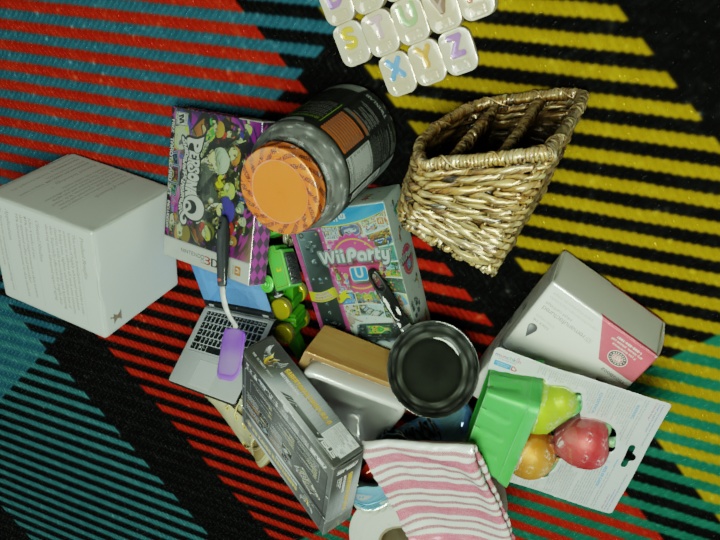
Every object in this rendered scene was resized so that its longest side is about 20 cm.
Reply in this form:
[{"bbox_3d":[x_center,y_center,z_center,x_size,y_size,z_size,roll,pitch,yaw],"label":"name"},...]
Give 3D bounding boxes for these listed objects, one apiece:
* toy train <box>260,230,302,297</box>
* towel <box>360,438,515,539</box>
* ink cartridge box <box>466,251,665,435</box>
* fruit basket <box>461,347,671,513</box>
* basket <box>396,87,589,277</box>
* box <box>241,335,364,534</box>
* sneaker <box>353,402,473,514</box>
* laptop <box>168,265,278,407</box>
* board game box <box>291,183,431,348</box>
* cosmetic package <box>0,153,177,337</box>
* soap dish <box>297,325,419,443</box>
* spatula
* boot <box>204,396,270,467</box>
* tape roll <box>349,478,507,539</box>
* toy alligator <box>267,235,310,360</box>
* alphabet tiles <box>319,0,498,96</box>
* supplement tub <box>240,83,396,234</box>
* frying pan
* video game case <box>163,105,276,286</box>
[{"bbox_3d":[-0.122,-0.067,1.027,0.055,0.041,0.205,-17,86,32],"label":"toy train"},{"bbox_3d":[0.095,0.271,0.942,0.143,0.030,0.202,-6,129,26],"label":"towel"},{"bbox_3d":[0.240,0.104,0.943,0.145,0.083,0.202,35,127,5],"label":"ink cartridge box"},{"bbox_3d":[0.224,0.183,0.904,0.195,0.094,0.188,13,125,2],"label":"fruit basket"},{"bbox_3d":[0.129,-0.123,0.805,0.141,0.200,0.151,29,128,11],"label":"basket"},{"bbox_3d":[-0.079,0.206,0.991,0.200,0.048,0.160,46,146,31],"label":"box"},{"bbox_3d":[0.064,0.232,1.007,0.079,0.199,0.090,48,172,35],"label":"sneaker"},{"bbox_3d":[-0.216,0.057,1.101,0.185,0.203,0.115,6,155,48],"label":"laptop"},{"bbox_3d":[0.000,0.000,1.024,0.144,0.064,0.204,-4,114,28],"label":"board game box"},{"bbox_3d":[-0.392,-0.041,1.133,0.196,0.166,0.171,19,124,21],"label":"cosmetic package"},{"bbox_3d":[-0.019,0.163,1.061,0.154,0.083,0.201,21,145,-5],"label":"soap dish"},{"bbox_3d":[-0.166,0.035,0.982,0.056,0.020,0.205,1,96,50],"label":"spatula"},{"bbox_3d":[-0.172,0.207,1.179,0.156,0.072,0.200,52,166,-3],"label":"boot"},{"bbox_3d":[0.098,0.356,1.120,0.198,0.139,0.207,13,122,21],"label":"tape roll"},{"bbox_3d":[-0.109,0.032,1.098,0.053,0.059,0.204,8,119,23],"label":"toy alligator"},{"bbox_3d":[0.048,-0.299,0.866,0.196,0.015,0.199,-11,110,32],"label":"alphabet tiles"},{"bbox_3d":[-0.046,-0.126,0.892,0.120,0.200,0.125,12,122,21],"label":"supplement tub"},{"bbox_3d":[0.058,0.099,0.967,0.188,0.031,0.116,35,84,6],"label":"frying pan"},{"bbox_3d":[-0.184,-0.100,1.018,0.179,0.035,0.205,17,106,37],"label":"video game case"}]
